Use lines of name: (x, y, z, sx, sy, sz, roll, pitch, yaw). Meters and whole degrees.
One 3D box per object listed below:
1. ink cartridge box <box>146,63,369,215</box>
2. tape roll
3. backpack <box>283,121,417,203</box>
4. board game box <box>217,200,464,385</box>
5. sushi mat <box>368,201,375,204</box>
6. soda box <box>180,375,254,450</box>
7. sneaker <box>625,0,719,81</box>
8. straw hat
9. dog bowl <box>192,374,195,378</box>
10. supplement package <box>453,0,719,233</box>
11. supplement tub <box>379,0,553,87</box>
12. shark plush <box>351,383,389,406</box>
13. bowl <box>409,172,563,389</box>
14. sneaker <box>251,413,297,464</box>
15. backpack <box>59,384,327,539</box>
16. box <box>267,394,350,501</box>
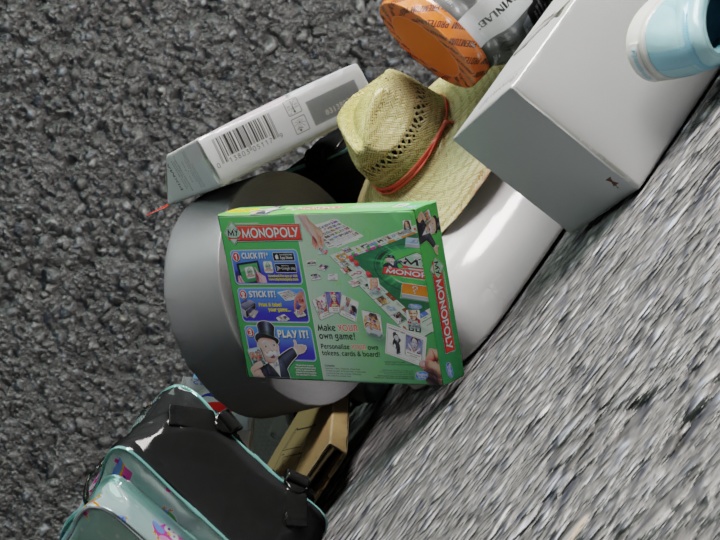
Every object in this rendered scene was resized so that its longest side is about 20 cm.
ink cartridge box: (-0.097, -0.110, 1.743, 0.162, 0.057, 0.200, -29, 10, -24)
tape roll: (-0.073, 0.021, 1.713, 0.066, 0.200, 0.200, -15, 28, 38)
backpack: (0.054, -0.085, 1.855, 0.176, 0.154, 0.200, -28, 6, 32)
board game box: (-0.017, 0.017, 1.550, 0.200, 0.135, 0.029, 0, 14, 41)
sushi mat: (0.000, 0.000, 1.631, 0.012, 0.096, 0.200, -19, 0, -13)
soda box: (-0.133, 0.191, 1.773, 0.063, 0.068, 0.200, -83, 2, -56)
sneaker: (0.268, -0.198, 1.395, 0.082, 0.074, 0.200, 4, 48, 53)
straw hat: (0.028, -0.111, 1.629, 0.201, 0.085, 0.201, -39, 30, 28)
dog bowl: (-0.105, 0.126, 2.067, 0.112, 0.050, 0.200, -65, -30, -6)
supplement package: (0.180, -0.147, 1.468, 0.200, 0.117, 0.117, -54, 7, -24)
supplement tub: (0.113, -0.246, 1.582, 0.200, 0.122, 0.123, -51, 4, -12)
shark plush: (0.043, 0.054, 1.899, 0.200, 0.091, 0.083, -37, 20, -34)
bowl: (0.088, -0.010, 1.638, 0.200, 0.075, 0.200, -54, 6, -20)
sneaker: (-0.070, 0.097, 1.910, 0.071, 0.200, 0.099, 1, 25, 24)
backpack: (-0.142, 0.213, 1.555, 0.153, 0.176, 0.200, -50, -2, -34)
box: (-0.057, 0.176, 1.757, 0.164, 0.021, 0.200, -57, 9, 17)
